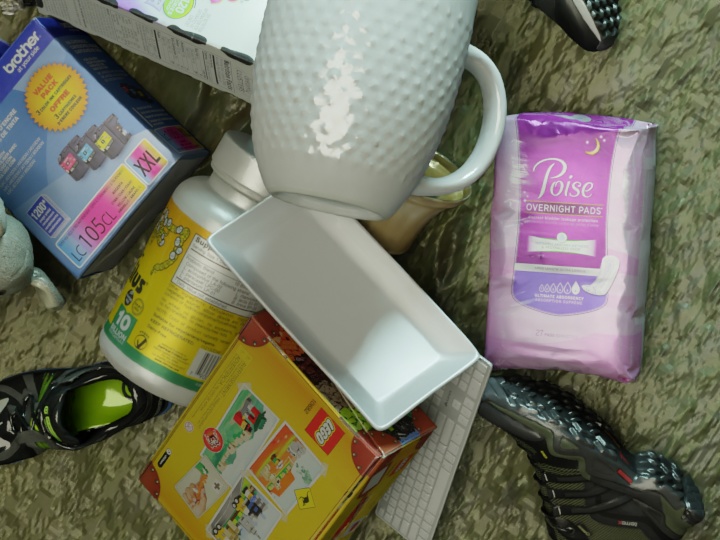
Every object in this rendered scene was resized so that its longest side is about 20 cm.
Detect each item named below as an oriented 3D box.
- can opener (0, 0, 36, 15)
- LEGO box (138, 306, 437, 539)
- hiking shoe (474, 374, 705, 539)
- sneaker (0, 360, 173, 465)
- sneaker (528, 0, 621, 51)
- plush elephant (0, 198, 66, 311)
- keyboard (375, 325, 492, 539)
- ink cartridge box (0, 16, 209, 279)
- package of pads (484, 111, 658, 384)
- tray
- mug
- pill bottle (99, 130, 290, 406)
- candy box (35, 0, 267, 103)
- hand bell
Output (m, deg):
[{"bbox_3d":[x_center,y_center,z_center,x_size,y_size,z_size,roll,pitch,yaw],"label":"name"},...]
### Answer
[{"bbox_3d":[-0.220,-0.233,1.746,0.199,0.053,0.067,7,96,15],"label":"can opener"},{"bbox_3d":[-0.059,0.140,1.658,0.149,0.077,0.200,47,125,15],"label":"LEGO box"},{"bbox_3d":[0.159,0.161,1.653,0.200,0.076,0.101,34,110,-4],"label":"hiking shoe"},{"bbox_3d":[-0.250,0.113,1.770,0.199,0.083,0.071,-15,91,17],"label":"sneaker"},{"bbox_3d":[0.119,-0.241,1.651,0.090,0.070,0.201,-34,85,31],"label":"sneaker"},{"bbox_3d":[-0.325,0.005,1.720,0.154,0.165,0.200,4,56,39],"label":"plush elephant"},{"bbox_3d":[0.055,0.133,1.674,0.056,0.011,0.201,41,133,29],"label":"keyboard"},{"bbox_3d":[-0.243,-0.111,1.754,0.200,0.076,0.137,44,104,9],"label":"ink cartridge box"},{"bbox_3d":[0.160,-0.018,1.648,0.120,0.076,0.201,5,96,16],"label":"package of pads"},{"bbox_3d":[-0.014,0.024,1.614,0.107,0.022,0.200,-34,72,-28],"label":"tray"},{"bbox_3d":[0.017,-0.125,1.563,0.199,0.147,0.176,16,84,-28],"label":"mug"},{"bbox_3d":[-0.115,-0.003,1.707,0.113,0.113,0.201,31,103,11],"label":"pill bottle"},{"bbox_3d":[-0.126,-0.243,1.671,0.199,0.072,0.168,23,68,12],"label":"candy box"},{"bbox_3d":[0.000,0.000,1.703,0.104,0.104,0.201,30,115,11],"label":"hand bell"}]
